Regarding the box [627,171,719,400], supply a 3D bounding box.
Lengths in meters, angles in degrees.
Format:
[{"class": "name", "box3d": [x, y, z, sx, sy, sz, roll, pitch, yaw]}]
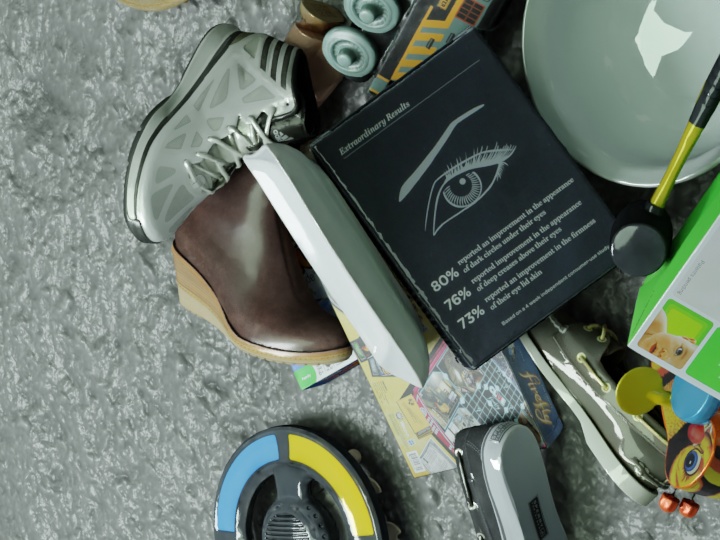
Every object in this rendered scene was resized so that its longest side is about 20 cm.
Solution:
[{"class": "box", "box3d": [0.300, -0.001, 1.105, 0.176, 0.097, 0.200, 31, 120, 0]}]

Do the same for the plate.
[{"class": "plate", "box3d": [-0.013, -0.011, 1.257, 0.032, 0.200, 0.200, -33, 96, -6]}]

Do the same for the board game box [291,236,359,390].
[{"class": "board game box", "box3d": [0.000, 0.000, 1.433, 0.200, 0.034, 0.136, -32, 77, 37]}]

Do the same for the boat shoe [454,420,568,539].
[{"class": "boat shoe", "box3d": [0.114, 0.211, 1.335, 0.066, 0.070, 0.201, 0, 114, 42]}]

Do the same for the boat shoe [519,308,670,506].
[{"class": "boat shoe", "box3d": [0.176, 0.077, 1.282, 0.060, 0.072, 0.202, -40, 65, 17]}]

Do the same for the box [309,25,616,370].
[{"class": "box", "box3d": [0.078, -0.049, 1.233, 0.148, 0.104, 0.200, -35, 87, -1]}]

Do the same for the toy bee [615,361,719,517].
[{"class": "toy bee", "box3d": [0.232, 0.110, 1.185, 0.131, 0.200, 0.109, 29, 119, -5]}]

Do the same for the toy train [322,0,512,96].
[{"class": "toy train", "box3d": [0.049, -0.202, 1.306, 0.114, 0.085, 0.200, 29, 139, -2]}]

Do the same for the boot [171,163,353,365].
[{"class": "boot", "box3d": [-0.080, -0.022, 1.418, 0.200, 0.072, 0.167, 23, 114, 35]}]

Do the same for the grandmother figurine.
[{"class": "grandmother figurine", "box3d": [-0.075, -0.135, 1.461, 0.121, 0.060, 0.200, 53, 122, 31]}]

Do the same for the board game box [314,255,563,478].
[{"class": "board game box", "box3d": [0.060, 0.058, 1.355, 0.135, 0.035, 0.200, -17, 102, 37]}]

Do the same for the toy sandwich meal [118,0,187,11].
[{"class": "toy sandwich meal", "box3d": [-0.180, -0.328, 1.514, 0.205, 0.070, 0.206, 8, 104, 34]}]

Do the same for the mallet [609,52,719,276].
[{"class": "mallet", "box3d": [0.213, -0.085, 1.107, 0.041, 0.066, 0.200, 25, 119, 4]}]

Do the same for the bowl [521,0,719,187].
[{"class": "bowl", "box3d": [0.219, -0.161, 1.196, 0.201, 0.090, 0.202, 6, 100, 39]}]

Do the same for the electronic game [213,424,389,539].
[{"class": "electronic game", "box3d": [-0.054, 0.234, 1.488, 0.200, 0.042, 0.201, 5, 99, 39]}]

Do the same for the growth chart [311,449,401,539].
[{"class": "growth chart", "box3d": [-0.005, 0.267, 1.489, 0.145, 0.018, 0.201, -32, 76, 37]}]

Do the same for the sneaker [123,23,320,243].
[{"class": "sneaker", "box3d": [-0.105, -0.105, 1.364, 0.115, 0.076, 0.201, 14, 70, 32]}]
